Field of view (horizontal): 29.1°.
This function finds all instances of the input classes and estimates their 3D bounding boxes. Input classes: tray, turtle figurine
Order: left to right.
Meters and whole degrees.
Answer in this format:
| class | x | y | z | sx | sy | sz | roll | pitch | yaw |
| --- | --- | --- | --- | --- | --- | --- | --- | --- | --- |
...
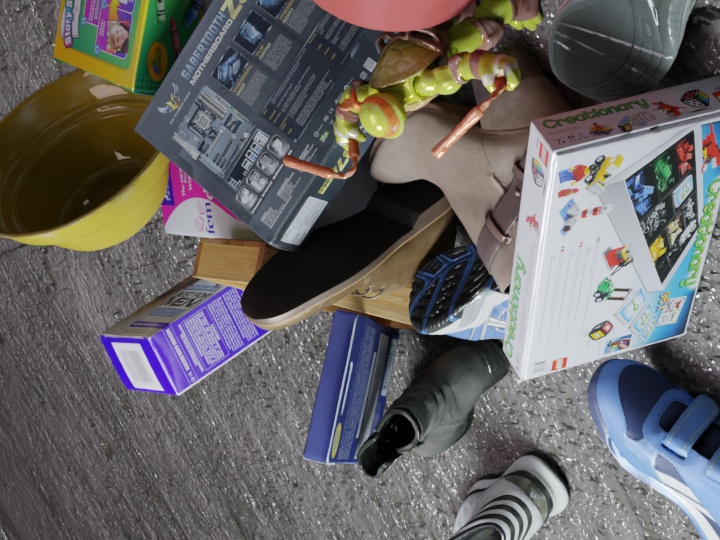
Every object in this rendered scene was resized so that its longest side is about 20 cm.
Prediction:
| class | x | y | z | sx | sy | sz | roll | pitch | yaw |
| --- | --- | --- | --- | --- | --- | --- | --- | --- | --- |
| tray | -0.025 | 0.013 | 1.126 | 0.098 | 0.199 | 0.037 | 5 | 82 | 53 |
| turtle figurine | 0.036 | -0.130 | 0.889 | 0.199 | 0.161 | 0.065 | -15 | 118 | 50 |

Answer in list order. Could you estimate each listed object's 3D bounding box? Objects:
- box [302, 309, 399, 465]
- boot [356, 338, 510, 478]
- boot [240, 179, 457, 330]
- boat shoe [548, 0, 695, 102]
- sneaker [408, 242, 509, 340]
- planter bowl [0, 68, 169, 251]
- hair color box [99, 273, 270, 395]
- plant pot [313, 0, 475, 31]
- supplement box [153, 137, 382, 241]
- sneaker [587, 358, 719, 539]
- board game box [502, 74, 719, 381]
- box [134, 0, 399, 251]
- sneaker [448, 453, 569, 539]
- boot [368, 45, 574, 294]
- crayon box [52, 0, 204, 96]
| class | x | y | z | sx | sy | sz | roll | pitch | yaw |
| --- | --- | --- | --- | --- | --- | --- | --- | --- | --- |
| box | -0.008 | 0.100 | 1.154 | 0.032 | 0.122 | 0.200 | 11 | 174 | 11 |
| boot | 0.041 | 0.131 | 1.183 | 0.068 | 0.130 | 0.200 | 46 | 150 | 12 |
| boot | 0.000 | 0.000 | 1.045 | 0.073 | 0.199 | 0.076 | 34 | 147 | 41 |
| boat shoe | 0.162 | -0.170 | 0.790 | 0.074 | 0.065 | 0.202 | 27 | 150 | 9 |
| sneaker | 0.123 | 0.001 | 1.012 | 0.199 | 0.077 | 0.076 | -25 | 55 | 48 |
| planter bowl | -0.224 | -0.078 | 1.162 | 0.200 | 0.201 | 0.084 | 25 | 156 | 41 |
| hair color box | -0.124 | 0.033 | 1.257 | 0.109 | 0.199 | 0.065 | -2 | 117 | 56 |
| plant pot | 0.028 | -0.243 | 0.791 | 0.201 | 0.200 | 0.178 | 47 | 159 | 13 |
| supplement box | -0.081 | -0.083 | 1.160 | 0.199 | 0.103 | 0.102 | 6 | 106 | 54 |
| sneaker | 0.243 | 0.130 | 0.954 | 0.200 | 0.074 | 0.082 | 44 | 148 | 5 |
| board game box | 0.159 | -0.021 | 0.866 | 0.201 | 0.125 | 0.035 | 91 | 159 | -45 |
| box | -0.055 | -0.140 | 1.015 | 0.157 | 0.201 | 0.051 | 38 | -169 | 24 |
| sneaker | 0.099 | 0.238 | 1.222 | 0.076 | 0.115 | 0.201 | 48 | 150 | 12 |
| boot | 0.084 | -0.054 | 0.962 | 0.200 | 0.070 | 0.147 | -37 | 66 | 51 |
| crayon box | -0.176 | -0.250 | 1.106 | 0.118 | 0.058 | 0.202 | 25 | 109 | 41 |
